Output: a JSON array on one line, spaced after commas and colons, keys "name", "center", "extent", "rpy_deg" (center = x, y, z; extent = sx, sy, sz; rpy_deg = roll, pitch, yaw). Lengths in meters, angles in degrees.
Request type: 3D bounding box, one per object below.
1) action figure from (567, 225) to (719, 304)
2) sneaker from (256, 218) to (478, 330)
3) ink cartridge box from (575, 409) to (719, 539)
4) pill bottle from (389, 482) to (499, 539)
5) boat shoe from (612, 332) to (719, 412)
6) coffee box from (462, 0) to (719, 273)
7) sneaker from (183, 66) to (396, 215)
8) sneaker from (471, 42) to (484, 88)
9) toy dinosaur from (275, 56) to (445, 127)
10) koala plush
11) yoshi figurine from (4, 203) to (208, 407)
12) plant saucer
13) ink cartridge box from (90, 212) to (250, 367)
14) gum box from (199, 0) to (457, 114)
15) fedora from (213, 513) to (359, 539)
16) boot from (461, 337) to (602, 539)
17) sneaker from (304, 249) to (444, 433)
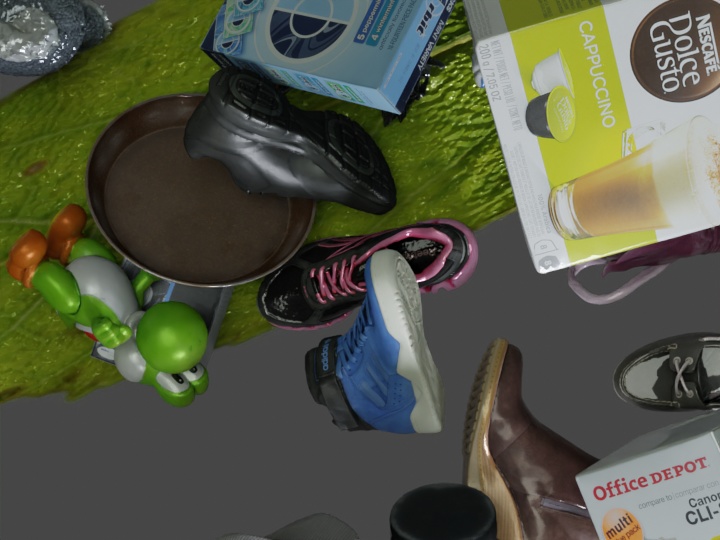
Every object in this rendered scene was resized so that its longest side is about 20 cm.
[{"name": "action figure", "center": [0.287, -0.033, 1.402], "extent": [0.200, 0.134, 0.149], "rpy_deg": [-3, 123, -16]}, {"name": "sneaker", "center": [0.000, 0.000, 1.448], "extent": [0.200, 0.095, 0.079], "rpy_deg": [-18, 87, 9]}, {"name": "ink cartridge box", "center": [0.295, 0.216, 1.347], "extent": [0.145, 0.145, 0.200], "rpy_deg": [-26, 83, 41]}, {"name": "pill bottle", "center": [0.073, 0.280, 1.379], "extent": [0.112, 0.112, 0.200], "rpy_deg": [0, 118, 8]}, {"name": "boat shoe", "center": [0.313, 0.084, 1.417], "extent": [0.200, 0.057, 0.067], "rpy_deg": [-4, 88, 8]}, {"name": "coffee box", "center": [0.195, -0.151, 1.300], "extent": [0.198, 0.200, 0.200], "rpy_deg": [-15, 118, 6]}, {"name": "sneaker", "center": [-0.060, -0.097, 1.438], "extent": [0.200, 0.076, 0.091], "rpy_deg": [29, 127, -22]}, {"name": "sneaker", "center": [0.195, -0.181, 1.441], "extent": [0.200, 0.081, 0.147], "rpy_deg": [20, 104, 1]}, {"name": "toy dinosaur", "center": [-0.002, -0.208, 1.460], "extent": [0.200, 0.102, 0.136], "rpy_deg": [-47, 65, 26]}, {"name": "koala plush", "center": [-0.329, -0.221, 1.475], "extent": [0.200, 0.177, 0.184], "rpy_deg": [9, 101, 8]}, {"name": "yoshi figurine", "center": [-0.200, 0.026, 1.435], "extent": [0.200, 0.112, 0.112], "rpy_deg": [43, 89, 5]}, {"name": "plant saucer", "center": [-0.139, -0.064, 1.458], "extent": [0.200, 0.034, 0.200], "rpy_deg": [6, 57, -10]}, {"name": "ink cartridge box", "center": [-0.160, 0.000, 1.500], "extent": [0.099, 0.039, 0.200], "rpy_deg": [19, 90, 9]}, {"name": "gum box", "center": [-0.016, -0.231, 1.413], "extent": [0.200, 0.045, 0.170], "rpy_deg": [18, 76, 37]}, {"name": "fedora", "center": [-0.047, 0.272, 1.422], "extent": [0.177, 0.090, 0.200], "rpy_deg": [22, 131, 14]}, {"name": "boot", "center": [0.171, 0.164, 1.443], "extent": [0.166, 0.072, 0.200], "rpy_deg": [7, 88, -3]}, {"name": "sneaker", "center": [0.000, 0.066, 1.413], "extent": [0.111, 0.200, 0.077], "rpy_deg": [-5, 47, 12]}]
